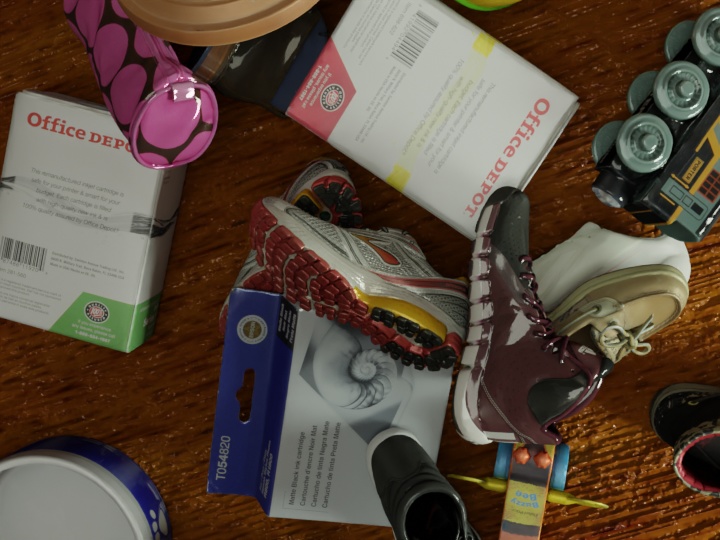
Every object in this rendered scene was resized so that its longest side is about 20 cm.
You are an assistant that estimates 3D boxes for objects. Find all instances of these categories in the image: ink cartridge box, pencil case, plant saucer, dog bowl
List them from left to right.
[{"bbox_3d":[-0.279,0.259,1.155,0.198,0.079,0.202,1,98,10],"label":"dog bowl"},{"bbox_3d":[-0.241,-0.047,1.100,0.145,0.084,0.202,15,100,7],"label":"ink cartridge box"},{"bbox_3d":[-0.182,-0.179,1.020,0.201,0.090,0.094,58,131,33],"label":"pencil case"},{"bbox_3d":[-0.107,-0.264,0.990,0.198,0.032,0.202,-6,57,9],"label":"plant saucer"},{"bbox_3d":[-0.025,0.122,1.073,0.198,0.041,0.201,6,107,-7],"label":"ink cartridge box"},{"bbox_3d":[0.062,-0.138,1.036,0.199,0.083,0.146,35,103,3],"label":"ink cartridge box"}]

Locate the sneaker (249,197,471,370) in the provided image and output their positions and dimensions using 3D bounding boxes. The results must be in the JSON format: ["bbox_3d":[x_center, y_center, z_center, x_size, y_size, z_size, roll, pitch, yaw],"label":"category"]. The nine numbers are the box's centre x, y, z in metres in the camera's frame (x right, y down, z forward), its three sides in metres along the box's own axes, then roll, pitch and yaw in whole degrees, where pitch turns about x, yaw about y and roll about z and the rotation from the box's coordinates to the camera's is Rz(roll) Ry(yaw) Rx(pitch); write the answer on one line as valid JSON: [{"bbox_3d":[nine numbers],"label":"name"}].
[{"bbox_3d":[0.000,0.000,1.003,0.199,0.082,0.078,32,147,-7],"label":"sneaker"}]

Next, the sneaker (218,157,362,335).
[{"bbox_3d":[-0.059,-0.011,1.087,0.077,0.082,0.200,26,118,-19],"label":"sneaker"}]

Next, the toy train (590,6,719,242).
[{"bbox_3d":[0.271,-0.119,0.994,0.114,0.085,0.201,37,84,-8],"label":"toy train"}]

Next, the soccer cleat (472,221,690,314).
[{"bbox_3d":[0.177,0.001,1.050,0.198,0.069,0.078,-9,92,4],"label":"soccer cleat"}]

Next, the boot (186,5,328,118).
[{"bbox_3d":[-0.060,-0.230,1.065,0.097,0.075,0.201,31,92,-22],"label":"boot"}]

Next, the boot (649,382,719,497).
[{"bbox_3d":[0.338,0.140,0.993,0.202,0.154,0.074,3,99,9],"label":"boot"}]

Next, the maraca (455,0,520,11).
[{"bbox_3d":[0.125,-0.302,0.981,0.107,0.136,0.201,43,119,43],"label":"maraca"}]

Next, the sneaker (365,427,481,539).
[{"bbox_3d":[0.068,0.235,1.049,0.070,0.099,0.201,-28,114,-2],"label":"sneaker"}]

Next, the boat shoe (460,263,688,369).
[{"bbox_3d":[0.177,0.063,1.003,0.199,0.063,0.073,-30,128,18],"label":"boat shoe"}]

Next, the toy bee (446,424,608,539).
[{"bbox_3d":[0.137,0.168,1.056,0.130,0.109,0.202,-12,96,13],"label":"toy bee"}]

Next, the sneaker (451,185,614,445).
[{"bbox_3d":[0.142,0.039,0.952,0.115,0.076,0.202,6,89,28],"label":"sneaker"}]
